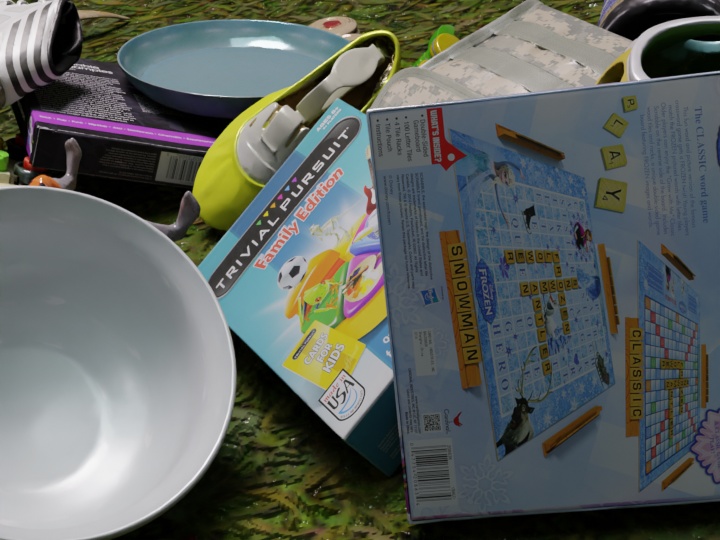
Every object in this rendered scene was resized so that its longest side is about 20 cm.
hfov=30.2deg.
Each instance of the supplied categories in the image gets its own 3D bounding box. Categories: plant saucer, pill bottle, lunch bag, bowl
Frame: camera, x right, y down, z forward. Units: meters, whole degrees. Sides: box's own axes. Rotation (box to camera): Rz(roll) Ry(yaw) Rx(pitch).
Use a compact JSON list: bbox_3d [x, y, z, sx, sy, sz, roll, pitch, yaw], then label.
[{"bbox_3d":[-0.096,-0.162,1.075,0.197,0.028,0.201,1,27,-1],"label":"plant saucer"},{"bbox_3d":[0.238,-0.194,1.009,0.110,0.113,0.201,0,33,16],"label":"pill bottle"},{"bbox_3d":[0.097,-0.072,0.855,0.199,0.119,0.164,-32,39,-19],"label":"lunch bag"},{"bbox_3d":[-0.172,0.064,0.700,0.199,0.091,0.203,11,56,-16],"label":"bowl"}]

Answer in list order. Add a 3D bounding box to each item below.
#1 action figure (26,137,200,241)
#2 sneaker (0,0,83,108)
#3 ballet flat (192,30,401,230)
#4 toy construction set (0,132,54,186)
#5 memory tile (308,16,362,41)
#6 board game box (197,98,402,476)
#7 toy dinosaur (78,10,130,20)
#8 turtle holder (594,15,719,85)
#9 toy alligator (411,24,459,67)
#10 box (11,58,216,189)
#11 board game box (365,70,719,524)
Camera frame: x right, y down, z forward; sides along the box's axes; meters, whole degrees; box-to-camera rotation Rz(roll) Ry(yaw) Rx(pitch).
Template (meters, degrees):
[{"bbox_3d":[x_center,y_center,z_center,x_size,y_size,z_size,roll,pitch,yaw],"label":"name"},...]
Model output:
[{"bbox_3d":[-0.184,0.015,0.849,0.199,0.105,0.194,33,53,12],"label":"action figure"},{"bbox_3d":[-0.273,-0.178,1.015,0.114,0.076,0.201,-19,38,-16],"label":"sneaker"},{"bbox_3d":[-0.042,-0.109,0.953,0.200,0.067,0.067,-42,-1,-23],"label":"ballet flat"},{"bbox_3d":[-0.298,-0.065,0.976,0.130,0.093,0.201,6,34,-22],"label":"toy construction set"},{"bbox_3d":[-0.050,-0.169,1.143,0.151,0.017,0.200,-17,33,-11],"label":"memory tile"},{"bbox_3d":[0.000,0.000,0.762,0.151,0.047,0.200,-50,40,-3],"label":"board game box"},{"bbox_3d":[-0.321,-0.233,1.284,0.197,0.059,0.101,-15,31,-8],"label":"toy dinosaur"},{"bbox_3d":[0.167,-0.066,0.714,0.184,0.133,0.141,21,54,31],"label":"turtle holder"},{"bbox_3d":[0.048,-0.118,1.007,0.054,0.059,0.201,37,46,-7],"label":"toy alligator"},{"bbox_3d":[-0.196,-0.121,1.036,0.141,0.036,0.200,7,24,-24],"label":"box"},{"bbox_3d":[0.111,0.012,0.636,0.197,0.203,0.041,-5,7,8],"label":"board game box"}]
